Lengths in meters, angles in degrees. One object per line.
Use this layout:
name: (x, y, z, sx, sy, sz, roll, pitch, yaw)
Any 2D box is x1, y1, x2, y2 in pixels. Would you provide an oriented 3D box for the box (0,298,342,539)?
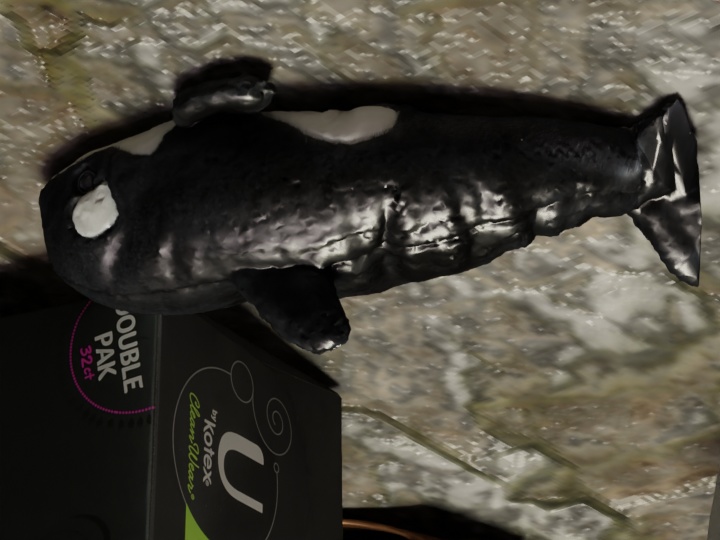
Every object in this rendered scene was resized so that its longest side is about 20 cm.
box: (-0.119, 0.107, 0.933, 0.200, 0.149, 0.124, -11, 155, 26)

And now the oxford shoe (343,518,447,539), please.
oxford shoe: (0.039, 0.133, 1.049, 0.200, 0.071, 0.071, 8, 144, -4)

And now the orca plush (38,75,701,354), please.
orca plush: (0.000, 0.000, 0.824, 0.200, 0.071, 0.105, 4, 150, 1)

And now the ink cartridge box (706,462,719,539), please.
ink cartridge box: (0.216, 0.083, 0.899, 0.145, 0.084, 0.200, 19, 152, -13)
